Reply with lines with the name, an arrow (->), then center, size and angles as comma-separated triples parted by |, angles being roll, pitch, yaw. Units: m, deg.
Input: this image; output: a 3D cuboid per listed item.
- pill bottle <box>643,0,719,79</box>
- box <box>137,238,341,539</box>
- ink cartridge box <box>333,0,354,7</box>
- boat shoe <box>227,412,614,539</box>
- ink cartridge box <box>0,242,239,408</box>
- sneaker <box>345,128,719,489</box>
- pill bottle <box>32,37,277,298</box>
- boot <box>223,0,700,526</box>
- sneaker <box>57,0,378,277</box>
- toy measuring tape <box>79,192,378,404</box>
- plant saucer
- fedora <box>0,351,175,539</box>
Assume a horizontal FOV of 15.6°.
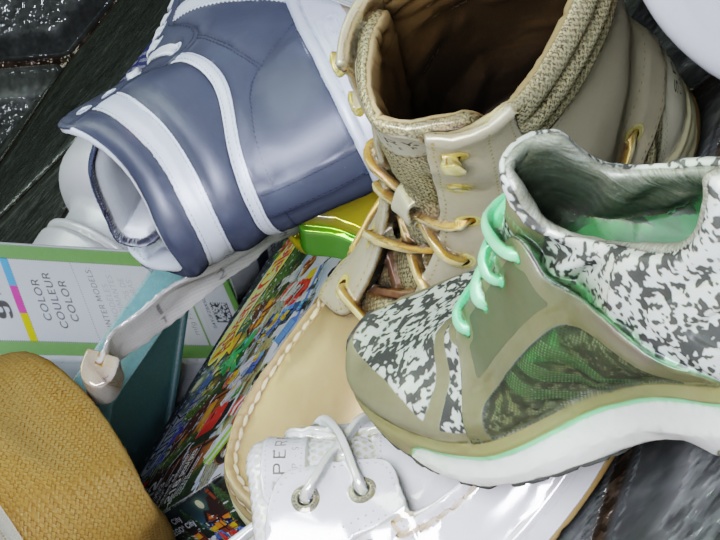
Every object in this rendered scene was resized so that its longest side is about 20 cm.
pill bottle -> 0.131, -0.131, 0.784 | 0.112, 0.112, 0.200 | -45, 12, 19
box -> -0.019, 0.030, 1.000 | 0.136, 0.038, 0.201 | -34, 20, 50
ink cartridge box -> 0.022, -0.201, 0.849 | 0.145, 0.144, 0.201 | -53, -22, -57
boat shoe -> -0.006, 0.075, 0.749 | 0.200, 0.069, 0.071 | -42, 12, 17
ink cartridge box -> -0.147, 0.041, 1.058 | 0.199, 0.060, 0.104 | 2, -36, -46
sneaker -> 0.057, -0.002, 0.654 | 0.199, 0.089, 0.077 | -9, 36, 50
pill bottle -> -0.076, -0.054, 1.268 | 0.201, 0.111, 0.111 | -54, 13, -19
boot -> 0.016, -0.012, 0.777 | 0.200, 0.073, 0.155 | -46, -23, -3
sneaker -> -0.053, -0.071, 0.910 | 0.108, 0.070, 0.200 | -29, 33, 0
toy measuring tape -> 0.000, 0.000, 0.902 | 0.199, 0.074, 0.074 | -37, 11, -11
plant saucer -> -0.094, 0.069, 1.025 | 0.070, 0.019, 0.200 | -57, -10, -30
fedora -> -0.120, 0.087, 0.907 | 0.082, 0.201, 0.200 | -35, 8, -16
